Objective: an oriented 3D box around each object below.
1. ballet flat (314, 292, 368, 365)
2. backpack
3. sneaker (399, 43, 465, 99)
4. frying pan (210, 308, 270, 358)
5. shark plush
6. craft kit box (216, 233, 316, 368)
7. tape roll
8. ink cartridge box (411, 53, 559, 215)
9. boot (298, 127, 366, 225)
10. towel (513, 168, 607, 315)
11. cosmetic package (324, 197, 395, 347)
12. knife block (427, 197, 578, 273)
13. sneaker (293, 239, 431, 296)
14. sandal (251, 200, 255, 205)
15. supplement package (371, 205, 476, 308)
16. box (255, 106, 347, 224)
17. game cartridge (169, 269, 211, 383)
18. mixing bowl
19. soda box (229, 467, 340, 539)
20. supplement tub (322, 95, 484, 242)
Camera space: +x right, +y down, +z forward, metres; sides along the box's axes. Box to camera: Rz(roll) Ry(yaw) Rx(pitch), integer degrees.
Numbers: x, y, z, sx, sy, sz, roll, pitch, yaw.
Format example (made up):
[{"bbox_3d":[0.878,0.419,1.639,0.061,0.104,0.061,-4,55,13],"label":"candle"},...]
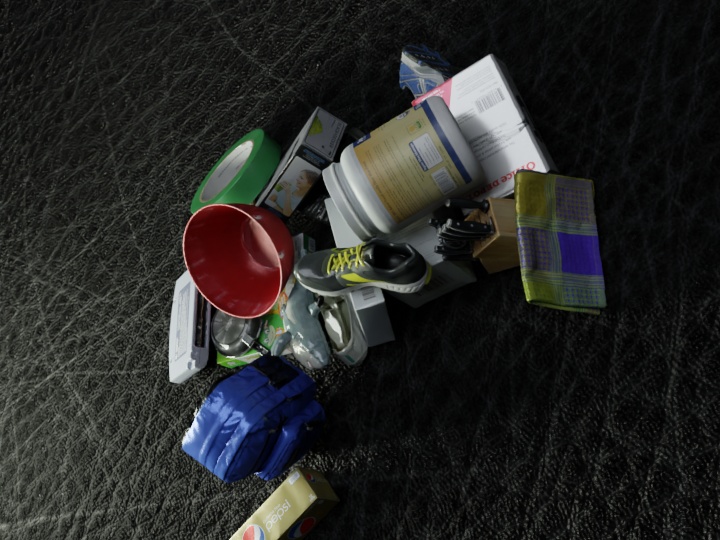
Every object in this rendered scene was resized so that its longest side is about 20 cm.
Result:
[{"bbox_3d":[-0.041,0.062,1.400,0.069,0.069,0.200,-32,59,20],"label":"ballet flat"},{"bbox_3d":[-0.161,0.233,1.315,0.168,0.200,0.163,32,110,19],"label":"backpack"},{"bbox_3d":[0.143,-0.298,1.415,0.200,0.076,0.077,44,137,27],"label":"sneaker"},{"bbox_3d":[-0.206,0.123,1.461,0.115,0.031,0.190,-39,54,18],"label":"frying pan"},{"bbox_3d":[-0.077,0.066,1.375,0.083,0.091,0.200,-28,48,47],"label":"shark plush"},{"bbox_3d":[-0.166,0.054,1.499,0.197,0.048,0.201,-18,64,30],"label":"craft kit box"},{"bbox_3d":[-0.228,-0.169,1.559,0.200,0.048,0.201,-38,26,23],"label":"tape roll"},{"bbox_3d":[0.190,-0.200,1.294,0.145,0.084,0.200,-28,80,22],"label":"ink cartridge box"},{"bbox_3d":[-0.028,-0.147,1.419,0.158,0.079,0.211,-60,13,-3],"label":"boot"},{"bbox_3d":[0.279,-0.044,1.187,0.023,0.143,0.201,-31,54,59],"label":"towel"},{"bbox_3d":[0.000,0.000,1.339,0.052,0.151,0.200,-17,62,2],"label":"cosmetic package"},{"bbox_3d":[0.202,-0.064,1.199,0.200,0.176,0.064,-17,65,15],"label":"knife block"},{"bbox_3d":[-0.001,-0.014,1.214,0.199,0.085,0.075,-3,63,10],"label":"sneaker"},{"bbox_3d":[-0.262,-0.064,1.596,0.080,0.054,0.200,39,96,36],"label":"sandal"},{"bbox_3d":[0.084,-0.063,1.329,0.117,0.117,0.200,-26,62,22],"label":"supplement package"},{"bbox_3d":[-0.107,-0.170,1.452,0.200,0.060,0.117,-47,17,42],"label":"box"},{"bbox_3d":[-0.311,0.098,1.548,0.133,0.041,0.201,-30,54,50],"label":"game cartridge"},{"bbox_3d":[-0.185,-0.033,1.425,0.200,0.108,0.201,14,119,26],"label":"mixing bowl"},{"bbox_3d":[-0.129,0.403,1.334,0.200,0.068,0.064,-47,55,10],"label":"soda box"},{"bbox_3d":[0.061,-0.141,1.212,0.200,0.144,0.145,-30,59,11],"label":"supplement tub"}]
